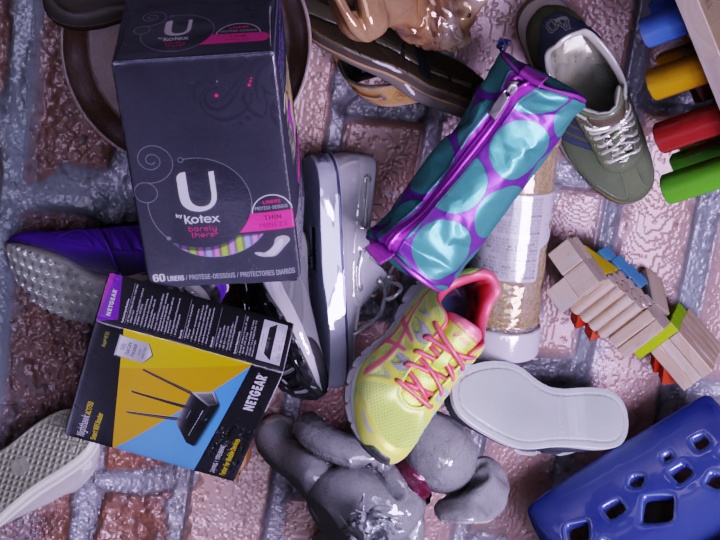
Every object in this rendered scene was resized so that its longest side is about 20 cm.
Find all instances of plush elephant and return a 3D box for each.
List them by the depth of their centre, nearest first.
[{"bbox_3d":[0.029,0.170,1.778,0.155,0.200,0.165,-33,105,-19],"label":"plush elephant"}]

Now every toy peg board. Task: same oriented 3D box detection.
[{"bbox_3d":[0.283,-0.159,1.707,0.098,0.200,0.200,-18,104,27],"label":"toy peg board"}]

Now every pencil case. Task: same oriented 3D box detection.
[{"bbox_3d":[0.090,-0.081,1.676,0.200,0.085,0.092,-54,154,11],"label":"pencil case"}]

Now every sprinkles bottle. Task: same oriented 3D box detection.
[{"bbox_3d":[0.127,-0.024,1.773,0.068,0.068,0.201,1,108,-12],"label":"sprinkles bottle"}]

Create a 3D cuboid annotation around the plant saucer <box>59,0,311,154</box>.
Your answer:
[{"bbox_3d":[-0.138,-0.181,1.665,0.200,0.034,0.201,0,94,2],"label":"plant saucer"}]

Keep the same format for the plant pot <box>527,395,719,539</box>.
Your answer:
[{"bbox_3d":[0.293,0.265,1.820,0.200,0.180,0.200,-32,128,0],"label":"plant pot"}]

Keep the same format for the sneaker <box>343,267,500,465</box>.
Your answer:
[{"bbox_3d":[0.055,0.068,1.693,0.078,0.090,0.200,40,53,-20],"label":"sneaker"}]

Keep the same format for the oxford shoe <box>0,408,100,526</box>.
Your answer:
[{"bbox_3d":[-0.302,0.184,1.763,0.200,0.075,0.058,-30,156,1],"label":"oxford shoe"}]

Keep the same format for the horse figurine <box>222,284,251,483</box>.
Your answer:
[{"bbox_3d":[-0.136,0.082,1.767,0.132,0.050,0.200,15,107,-10],"label":"horse figurine"}]

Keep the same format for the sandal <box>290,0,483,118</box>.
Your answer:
[{"bbox_3d":[0.024,-0.164,1.715,0.200,0.082,0.055,25,124,-25],"label":"sandal"}]

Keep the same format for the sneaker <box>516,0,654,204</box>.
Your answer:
[{"bbox_3d":[0.195,-0.131,1.739,0.067,0.090,0.200,-30,111,-1],"label":"sneaker"}]

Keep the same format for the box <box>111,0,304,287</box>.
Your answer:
[{"bbox_3d":[-0.111,-0.098,1.581,0.122,0.106,0.200,-4,124,4],"label":"box"}]

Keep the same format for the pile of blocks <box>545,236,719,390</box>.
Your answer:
[{"bbox_3d":[0.226,0.037,1.814,0.200,0.082,0.062,36,120,-25],"label":"pile of blocks"}]

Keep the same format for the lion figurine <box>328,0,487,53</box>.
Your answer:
[{"bbox_3d":[0.017,-0.216,1.649,0.200,0.072,0.123,-26,100,-49],"label":"lion figurine"}]

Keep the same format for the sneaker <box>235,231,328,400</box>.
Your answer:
[{"bbox_3d":[-0.065,0.010,1.722,0.079,0.074,0.201,-22,92,-36],"label":"sneaker"}]

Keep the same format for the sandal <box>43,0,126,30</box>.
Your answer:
[{"bbox_3d":[-0.153,-0.241,1.597,0.199,0.082,0.055,-12,151,8],"label":"sandal"}]

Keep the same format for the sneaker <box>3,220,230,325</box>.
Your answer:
[{"bbox_3d":[-0.190,-0.008,1.704,0.200,0.100,0.070,12,136,22],"label":"sneaker"}]

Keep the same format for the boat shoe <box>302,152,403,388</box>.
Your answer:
[{"bbox_3d":[-0.002,-0.002,1.760,0.086,0.075,0.203,-6,102,-18],"label":"boat shoe"}]

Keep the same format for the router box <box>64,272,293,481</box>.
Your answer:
[{"bbox_3d":[-0.147,0.088,1.662,0.149,0.051,0.200,16,147,-6],"label":"router box"}]

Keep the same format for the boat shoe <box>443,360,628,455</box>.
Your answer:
[{"bbox_3d":[0.141,0.126,1.797,0.200,0.060,0.076,18,67,-35],"label":"boat shoe"}]
